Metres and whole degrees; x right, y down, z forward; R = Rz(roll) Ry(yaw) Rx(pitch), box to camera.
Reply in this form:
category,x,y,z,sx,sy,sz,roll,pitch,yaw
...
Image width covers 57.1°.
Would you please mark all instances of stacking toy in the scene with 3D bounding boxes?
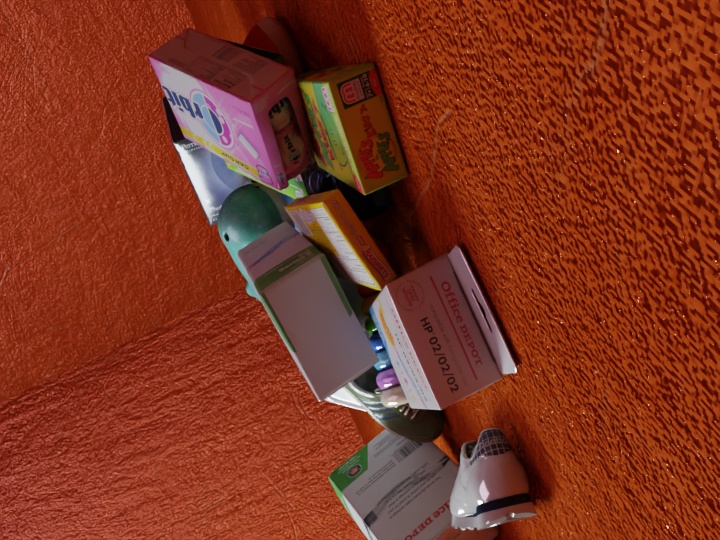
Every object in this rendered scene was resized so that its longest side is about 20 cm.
category,x,y,z,sx,sy,sz,roll,pitch,yaw
stacking toy,0.035,0.052,0.787,0.085,0.083,0.206,120,132,-79

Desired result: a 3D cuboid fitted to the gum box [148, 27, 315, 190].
category,x,y,z,sx,sy,sz,roll,pitch,yaw
gum box,-0.140,-0.182,0.742,0.197,0.066,0.115,31,151,33

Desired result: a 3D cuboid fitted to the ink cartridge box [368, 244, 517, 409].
category,x,y,z,sx,sy,sz,roll,pitch,yaw
ink cartridge box,0.066,0.061,0.613,0.200,0.066,0.118,113,133,-78

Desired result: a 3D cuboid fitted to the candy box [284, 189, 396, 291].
category,x,y,z,sx,sy,sz,roll,pitch,yaw
candy box,-0.028,-0.034,0.706,0.103,0.026,0.199,53,169,-13

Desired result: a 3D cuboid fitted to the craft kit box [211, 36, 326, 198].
category,x,y,z,sx,sy,sz,roll,pitch,yaw
craft kit box,-0.142,-0.197,0.861,0.197,0.048,0.201,27,148,38

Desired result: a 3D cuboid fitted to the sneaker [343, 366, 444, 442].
category,x,y,z,sx,sy,sz,roll,pitch,yaw
sneaker,0.036,0.157,0.856,0.198,0.068,0.090,37,161,-6

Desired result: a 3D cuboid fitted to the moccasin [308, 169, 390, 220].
category,x,y,z,sx,sy,sz,roll,pitch,yaw
moccasin,-0.025,-0.093,0.772,0.200,0.067,0.083,-163,50,-78

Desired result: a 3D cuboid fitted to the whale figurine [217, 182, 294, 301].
category,x,y,z,sx,sy,sz,roll,pitch,yaw
whale figurine,-0.172,-0.034,1.056,0.157,0.102,0.206,27,125,36

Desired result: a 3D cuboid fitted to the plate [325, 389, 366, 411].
category,x,y,z,sx,sy,sz,roll,pitch,yaw
plate,-0.004,0.147,0.967,0.194,0.033,0.204,7,134,26

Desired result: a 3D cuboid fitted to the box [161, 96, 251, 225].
category,x,y,z,sx,sy,sz,roll,pitch,yaw
box,-0.206,-0.212,1.125,0.201,0.195,0.125,77,170,-52

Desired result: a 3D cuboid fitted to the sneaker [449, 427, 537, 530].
category,x,y,z,sx,sy,sz,roll,pitch,yaw
sneaker,0.127,0.215,0.672,0.201,0.074,0.083,100,156,-66

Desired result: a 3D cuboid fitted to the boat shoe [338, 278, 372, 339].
category,x,y,z,sx,sy,sz,roll,pitch,yaw
boat shoe,0.000,0.000,0.888,0.071,0.062,0.204,-47,54,42

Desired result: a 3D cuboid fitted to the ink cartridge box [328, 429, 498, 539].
category,x,y,z,sx,sy,sz,roll,pitch,yaw
ink cartridge box,0.067,0.311,0.884,0.199,0.145,0.085,33,151,56

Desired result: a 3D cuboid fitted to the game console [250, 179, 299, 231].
category,x,y,z,sx,sy,sz,roll,pitch,yaw
game console,-0.091,-0.090,1.054,0.120,0.167,0.204,-81,-22,-54

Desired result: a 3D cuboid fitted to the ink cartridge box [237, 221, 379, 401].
category,x,y,z,sx,sy,sz,roll,pitch,yaw
ink cartridge box,-0.070,0.039,0.793,0.148,0.086,0.200,62,170,-20

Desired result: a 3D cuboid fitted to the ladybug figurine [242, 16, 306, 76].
category,x,y,z,sx,sy,sz,roll,pitch,yaw
ladybug figurine,-0.121,-0.269,0.903,0.200,0.070,0.139,-138,27,-70

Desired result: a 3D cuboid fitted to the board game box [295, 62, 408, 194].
category,x,y,z,sx,sy,sz,roll,pitch,yaw
board game box,-0.019,-0.148,0.666,0.200,0.046,0.104,-135,23,-68
